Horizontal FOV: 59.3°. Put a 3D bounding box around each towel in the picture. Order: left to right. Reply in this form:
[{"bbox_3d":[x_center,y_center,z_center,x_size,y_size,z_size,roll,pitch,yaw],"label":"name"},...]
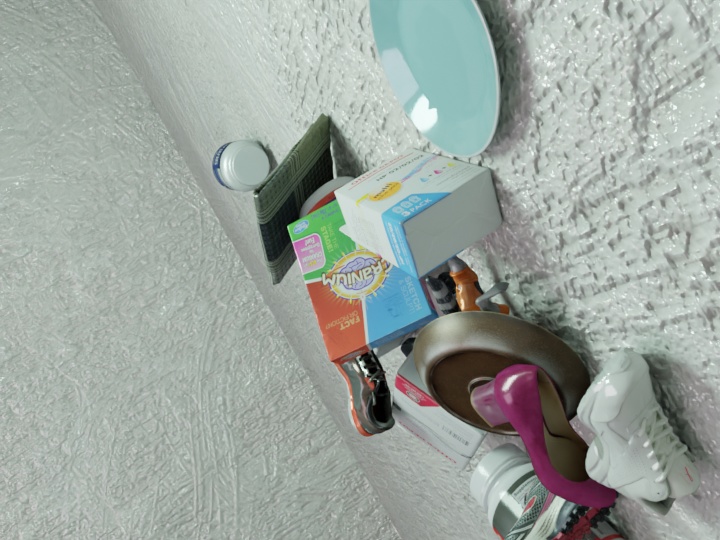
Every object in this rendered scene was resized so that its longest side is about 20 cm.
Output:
[{"bbox_3d":[-0.098,-0.110,0.969,0.034,0.201,0.195,20,144,19],"label":"towel"}]

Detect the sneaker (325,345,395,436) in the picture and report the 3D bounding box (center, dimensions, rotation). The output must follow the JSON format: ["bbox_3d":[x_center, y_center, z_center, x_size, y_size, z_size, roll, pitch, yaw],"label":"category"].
[{"bbox_3d":[0.011,0.148,0.956,0.081,0.076,0.204,-18,92,53],"label":"sneaker"}]

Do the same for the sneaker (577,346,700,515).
[{"bbox_3d":[0.254,0.147,0.559,0.099,0.078,0.202,34,160,44],"label":"sneaker"}]

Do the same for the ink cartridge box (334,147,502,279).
[{"bbox_3d":[0.049,-0.075,0.706,0.199,0.114,0.069,33,150,58],"label":"ink cartridge box"}]

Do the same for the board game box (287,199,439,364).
[{"bbox_3d":[0.000,0.000,0.843,0.040,0.151,0.203,30,-144,-65],"label":"board game box"}]

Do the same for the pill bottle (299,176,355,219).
[{"bbox_3d":[0.001,-0.032,0.939,0.202,0.111,0.113,56,164,17],"label":"pill bottle"}]

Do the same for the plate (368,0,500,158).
[{"bbox_3d":[0.071,-0.202,0.583,0.201,0.025,0.201,53,162,25],"label":"plate"}]

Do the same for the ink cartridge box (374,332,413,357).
[{"bbox_3d":[0.007,0.034,1.062,0.202,0.082,0.146,56,164,16],"label":"ink cartridge box"}]

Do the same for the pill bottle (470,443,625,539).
[{"bbox_3d":[0.239,0.330,0.827,0.200,0.113,0.115,40,156,50],"label":"pill bottle"}]

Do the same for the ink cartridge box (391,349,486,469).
[{"bbox_3d":[0.126,0.200,0.938,0.144,0.084,0.201,32,155,17],"label":"ink cartridge box"}]

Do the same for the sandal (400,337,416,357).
[{"bbox_3d":[0.123,0.121,0.971,0.076,0.043,0.200,48,156,-3],"label":"sandal"}]

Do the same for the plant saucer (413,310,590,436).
[{"bbox_3d":[0.148,0.124,0.694,0.196,0.032,0.202,15,140,13],"label":"plant saucer"}]

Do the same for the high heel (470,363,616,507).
[{"bbox_3d":[0.207,0.171,0.634,0.198,0.068,0.096,36,144,-11],"label":"high heel"}]

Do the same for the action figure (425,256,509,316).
[{"bbox_3d":[0.118,0.055,0.748,0.200,0.103,0.196,44,153,48],"label":"action figure"}]

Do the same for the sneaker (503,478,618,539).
[{"bbox_3d":[0.208,0.299,0.734,0.081,0.200,0.075,49,175,-35],"label":"sneaker"}]

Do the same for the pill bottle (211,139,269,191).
[{"bbox_3d":[-0.268,-0.236,1.426,0.113,0.110,0.199,64,164,-18],"label":"pill bottle"}]
